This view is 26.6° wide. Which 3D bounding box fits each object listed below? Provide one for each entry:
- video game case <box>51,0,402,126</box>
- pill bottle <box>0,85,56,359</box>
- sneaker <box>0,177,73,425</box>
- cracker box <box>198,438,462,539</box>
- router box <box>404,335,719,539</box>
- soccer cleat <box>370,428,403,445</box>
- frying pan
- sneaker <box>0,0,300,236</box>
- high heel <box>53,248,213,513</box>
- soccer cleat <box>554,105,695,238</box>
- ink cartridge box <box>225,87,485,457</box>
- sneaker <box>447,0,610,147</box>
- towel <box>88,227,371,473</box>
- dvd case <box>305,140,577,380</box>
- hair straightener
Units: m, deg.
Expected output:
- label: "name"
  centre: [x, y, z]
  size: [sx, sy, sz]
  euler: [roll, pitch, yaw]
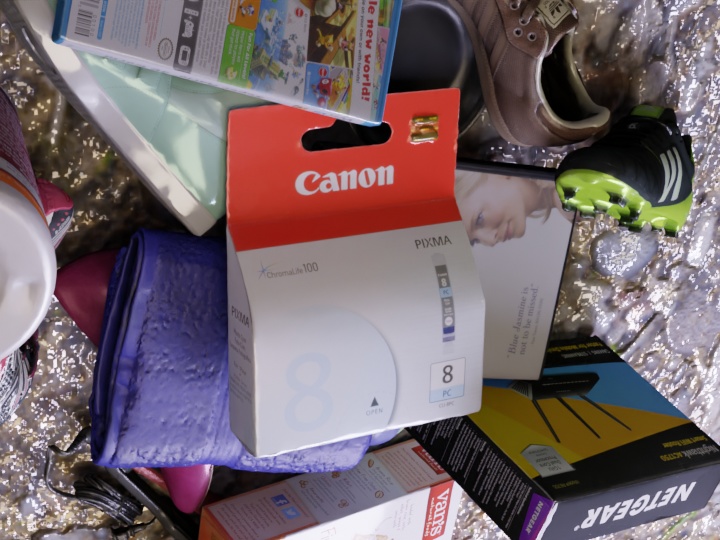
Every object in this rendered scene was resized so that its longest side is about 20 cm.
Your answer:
- label: "video game case"
  centre: [-0.064, -0.173, 0.849]
  size: [0.198, 0.018, 0.145]
  euler: [12, 85, -28]
- label: "pill bottle"
  centre: [-0.228, -0.046, 0.793]
  size: [0.113, 0.201, 0.115]
  euler: [-10, 125, -15]
- label: "sneaker"
  centre: [-0.222, 0.033, 0.921]
  size: [0.074, 0.081, 0.201]
  euler: [22, 114, -24]
- label: "cracker box"
  centre: [-0.025, 0.211, 1.106]
  size: [0.198, 0.058, 0.135]
  euler: [-14, 128, -34]
- label: "router box"
  centre: [0.140, 0.114, 1.047]
  size: [0.198, 0.149, 0.052]
  euler: [-5, 128, -43]
- label: "soccer cleat"
  centre: [0.036, 0.031, 1.052]
  size: [0.083, 0.064, 0.202]
  euler: [-4, 124, -56]
- label: "frying pan"
  centre: [0.070, -0.133, 0.964]
  size: [0.188, 0.031, 0.116]
  euler: [-14, 125, -25]
- label: "sneaker"
  centre: [-0.116, -0.130, 0.873]
  size: [0.118, 0.074, 0.201]
  euler: [-44, 121, -7]
- label: "high heel"
  centre: [-0.150, 0.077, 0.993]
  size: [0.095, 0.067, 0.203]
  euler: [-11, 113, -19]
- label: "soccer cleat"
  centre: [0.174, -0.070, 0.984]
  size: [0.199, 0.067, 0.082]
  euler: [9, 90, -66]
- label: "ink cartridge box"
  centre: [0.000, 0.000, 0.910]
  size: [0.158, 0.047, 0.203]
  euler: [-8, 111, -26]
- label: "sneaker"
  centre: [0.095, -0.165, 0.903]
  size: [0.070, 0.075, 0.201]
  euler: [-46, 123, -30]
- label: "towel"
  centre: [-0.073, 0.053, 0.966]
  size: [0.198, 0.049, 0.150]
  euler: [7, 103, -33]
- label: "dvd case"
  centre: [0.047, -0.002, 0.973]
  size: [0.198, 0.018, 0.145]
  euler: [4, 104, -28]
- label: "hair straightener"
  centre: [-0.152, 0.171, 1.065]
  size: [0.077, 0.041, 0.200]
  euler: [-42, 133, 9]
